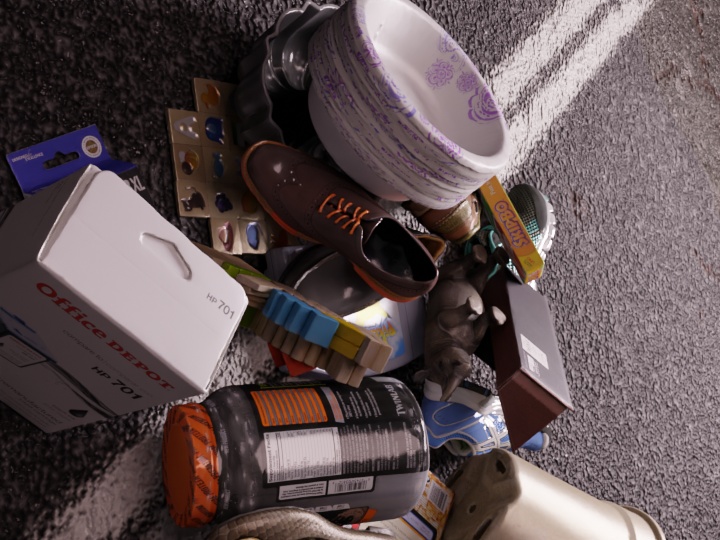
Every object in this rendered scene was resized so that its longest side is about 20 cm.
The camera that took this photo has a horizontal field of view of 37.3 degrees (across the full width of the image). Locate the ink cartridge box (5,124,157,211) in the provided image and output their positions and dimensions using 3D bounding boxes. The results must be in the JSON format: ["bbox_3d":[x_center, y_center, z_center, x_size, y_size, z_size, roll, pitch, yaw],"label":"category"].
[{"bbox_3d":[-0.202,-0.019,0.869,0.095,0.037,0.201,-32,99,-47],"label":"ink cartridge box"}]

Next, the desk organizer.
[{"bbox_3d":[0.151,0.085,1.085,0.072,0.077,0.200,38,24,-18],"label":"desk organizer"}]

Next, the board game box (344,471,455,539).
[{"bbox_3d":[0.002,0.254,0.986,0.152,0.046,0.200,45,49,-27],"label":"board game box"}]

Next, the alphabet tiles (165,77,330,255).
[{"bbox_3d":[-0.099,-0.096,1.019,0.200,0.006,0.167,0,79,-47],"label":"alphabet tiles"}]

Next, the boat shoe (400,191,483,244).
[{"bbox_3d":[0.088,-0.064,1.106,0.068,0.072,0.200,47,13,-4],"label":"boat shoe"}]

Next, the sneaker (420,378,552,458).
[{"bbox_3d":[0.129,0.166,1.141,0.200,0.076,0.077,25,83,-38],"label":"sneaker"}]

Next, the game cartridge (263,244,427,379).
[{"bbox_3d":[-0.006,0.039,1.051,0.200,0.040,0.134,-6,88,-47],"label":"game cartridge"}]

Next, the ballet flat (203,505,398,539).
[{"bbox_3d":[-0.036,0.225,0.837,0.200,0.067,0.046,22,35,-43],"label":"ballet flat"}]

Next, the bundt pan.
[{"bbox_3d":[-0.042,-0.151,1.033,0.201,0.076,0.203,17,66,-42],"label":"bundt pan"}]

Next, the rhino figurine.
[{"bbox_3d":[0.097,0.057,1.064,0.060,0.087,0.200,37,40,-20],"label":"rhino figurine"}]

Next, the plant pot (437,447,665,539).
[{"bbox_3d":[0.171,0.280,1.068,0.183,0.200,0.201,38,52,-19],"label":"plant pot"}]

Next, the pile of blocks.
[{"bbox_3d":[-0.073,0.045,0.878,0.062,0.200,0.082,-65,157,4],"label":"pile of blocks"}]

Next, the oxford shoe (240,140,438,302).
[{"bbox_3d":[-0.013,-0.049,0.917,0.200,0.073,0.071,35,77,-8],"label":"oxford shoe"}]

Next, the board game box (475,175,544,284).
[{"bbox_3d":[0.134,-0.083,1.113,0.096,0.030,0.201,45,19,-79],"label":"board game box"}]

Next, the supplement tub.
[{"bbox_3d":[-0.055,0.152,0.878,0.199,0.122,0.123,0,77,-25],"label":"supplement tub"}]

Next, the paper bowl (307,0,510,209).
[{"bbox_3d":[0.033,-0.144,0.954,0.200,0.104,0.201,33,36,-28],"label":"paper bowl"}]

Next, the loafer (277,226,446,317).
[{"bbox_3d":[0.000,0.000,0.988,0.200,0.072,0.073,-32,105,-45],"label":"loafer"}]

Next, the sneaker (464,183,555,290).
[{"bbox_3d":[0.164,-0.029,1.227,0.091,0.077,0.201,36,53,-29],"label":"sneaker"}]

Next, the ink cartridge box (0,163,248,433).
[{"bbox_3d":[-0.200,0.028,0.733,0.146,0.200,0.086,44,50,-28],"label":"ink cartridge box"}]
